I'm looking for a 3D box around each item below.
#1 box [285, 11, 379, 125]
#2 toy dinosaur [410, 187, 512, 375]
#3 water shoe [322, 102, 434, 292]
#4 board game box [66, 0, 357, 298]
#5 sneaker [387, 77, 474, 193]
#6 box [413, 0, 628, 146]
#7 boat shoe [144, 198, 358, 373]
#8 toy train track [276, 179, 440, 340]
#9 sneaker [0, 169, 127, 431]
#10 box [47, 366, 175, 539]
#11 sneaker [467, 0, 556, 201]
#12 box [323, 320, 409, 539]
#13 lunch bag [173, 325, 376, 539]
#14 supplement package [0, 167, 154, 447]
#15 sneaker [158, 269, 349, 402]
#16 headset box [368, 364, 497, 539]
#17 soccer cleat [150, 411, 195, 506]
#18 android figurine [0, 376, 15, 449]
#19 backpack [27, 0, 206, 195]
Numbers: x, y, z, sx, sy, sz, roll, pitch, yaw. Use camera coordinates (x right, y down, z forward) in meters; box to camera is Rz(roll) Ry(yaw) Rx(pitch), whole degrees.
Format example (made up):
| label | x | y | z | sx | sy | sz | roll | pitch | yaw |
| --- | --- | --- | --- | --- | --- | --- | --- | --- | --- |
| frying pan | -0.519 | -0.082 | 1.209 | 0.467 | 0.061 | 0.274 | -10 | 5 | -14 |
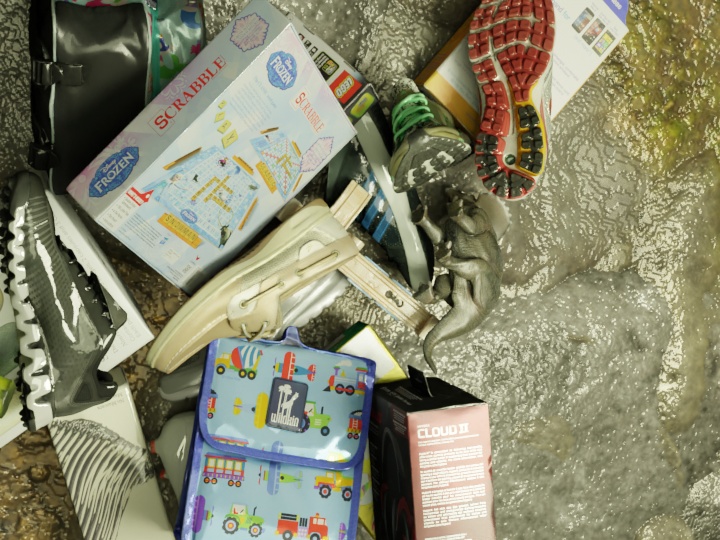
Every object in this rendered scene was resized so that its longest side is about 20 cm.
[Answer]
| label | x | y | z | sx | sy | sz | roll | pitch | yaw |
| --- | --- | --- | --- | --- | --- | --- | --- | --- | --- |
| box | -0.091 | -0.116 | 1.199 | 0.200 | 0.035 | 0.110 | -45 | 68 | -2 |
| toy dinosaur | 0.096 | -0.004 | 1.223 | 0.102 | 0.077 | 0.202 | 24 | 55 | -38 |
| water shoe | 0.008 | -0.068 | 1.263 | 0.078 | 0.072 | 0.202 | -18 | 106 | 14 |
| board game box | -0.106 | -0.087 | 1.068 | 0.200 | 0.200 | 0.041 | -45 | 68 | -3 |
| sneaker | 0.046 | -0.122 | 1.198 | 0.076 | 0.200 | 0.089 | -30 | 91 | 7 |
| box | 0.157 | -0.207 | 1.281 | 0.119 | 0.041 | 0.200 | 42 | 86 | -19 |
| boat shoe | -0.089 | 0.025 | 1.144 | 0.200 | 0.072 | 0.065 | -40 | 87 | -12 |
| toy train track | 0.000 | 0.000 | 1.216 | 0.200 | 0.033 | 0.115 | 39 | 89 | -14 |
| sneaker | -0.225 | 0.020 | 1.048 | 0.089 | 0.066 | 0.202 | -8 | 108 | -17 |
| box | -0.221 | 0.196 | 1.241 | 0.081 | 0.068 | 0.202 | -18 | 105 | -11 |
| sneaker | 0.135 | -0.161 | 1.232 | 0.077 | 0.082 | 0.203 | 5 | 86 | 13 |
| box | 0.018 | 0.160 | 1.273 | 0.117 | 0.048 | 0.201 | -37 | 99 | -9 |
| lunch bag | -0.071 | 0.148 | 1.196 | 0.149 | 0.094 | 0.203 | 9 | 88 | -10 |
| supplement package | -0.301 | 0.038 | 1.142 | 0.199 | 0.151 | 0.153 | -35 | 109 | -6 |
| sneaker | -0.108 | 0.042 | 1.250 | 0.199 | 0.075 | 0.082 | -39 | 95 | -13 |
| headset box | 0.059 | 0.183 | 1.185 | 0.074 | 0.149 | 0.203 | -5 | 96 | -13 |
| soccer cleat | -0.128 | 0.224 | 1.265 | 0.077 | 0.069 | 0.202 | -12 | 105 | 23 |
| android figurine | -0.364 | 0.093 | 1.034 | 0.198 | 0.041 | 0.184 | 19 | 115 | -5 |
| backpack | -0.197 | -0.174 | 1.100 | 0.149 | 0.201 | 0.179 | -4 | 127 | -17 |
